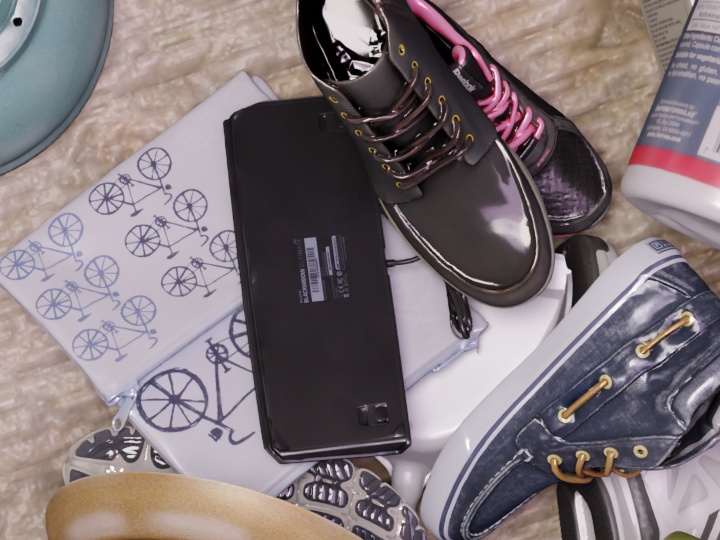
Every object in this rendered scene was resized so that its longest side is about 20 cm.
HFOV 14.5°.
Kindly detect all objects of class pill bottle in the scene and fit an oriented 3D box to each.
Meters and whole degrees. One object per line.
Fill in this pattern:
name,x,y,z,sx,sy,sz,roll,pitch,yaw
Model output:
pill bottle,0.220,-0.108,1.413,0.119,0.120,0.201,24,86,-7

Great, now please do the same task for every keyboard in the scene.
keyboard,0.000,0.000,1.471,0.126,0.021,0.201,-6,70,-5

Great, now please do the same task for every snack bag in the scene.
snack bag,-0.063,0.015,1.476,0.188,0.021,0.200,-37,75,-20

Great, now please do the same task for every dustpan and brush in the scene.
dustpan and brush,0.030,0.081,1.520,0.139,0.057,0.201,12,81,11

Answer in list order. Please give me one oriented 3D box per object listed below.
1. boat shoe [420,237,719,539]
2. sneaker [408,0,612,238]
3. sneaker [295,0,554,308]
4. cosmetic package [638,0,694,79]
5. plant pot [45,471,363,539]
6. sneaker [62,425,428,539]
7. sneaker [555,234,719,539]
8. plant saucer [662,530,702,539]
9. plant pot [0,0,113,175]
boat shoe,0.117,0.085,1.449,0.091,0.071,0.201,48,109,26
sneaker,0.056,-0.089,1.505,0.200,0.095,0.079,38,82,-7
sneaker,0.024,-0.064,1.409,0.075,0.106,0.201,-34,89,9
cosmetic package,0.197,-0.142,1.521,0.073,0.104,0.201,-16,93,-8
plant pot,-0.068,0.162,1.435,0.199,0.200,0.028,21,61,-7
sneaker,-0.059,0.123,1.493,0.199,0.080,0.078,19,86,-3
sneaker,0.161,0.079,1.542,0.115,0.076,0.202,-4,84,-27
plant saucer,0.188,0.231,1.443,0.031,0.200,0.201,-10,91,22
plant pot,-0.222,-0.143,1.447,0.199,0.134,0.202,0,90,-8
